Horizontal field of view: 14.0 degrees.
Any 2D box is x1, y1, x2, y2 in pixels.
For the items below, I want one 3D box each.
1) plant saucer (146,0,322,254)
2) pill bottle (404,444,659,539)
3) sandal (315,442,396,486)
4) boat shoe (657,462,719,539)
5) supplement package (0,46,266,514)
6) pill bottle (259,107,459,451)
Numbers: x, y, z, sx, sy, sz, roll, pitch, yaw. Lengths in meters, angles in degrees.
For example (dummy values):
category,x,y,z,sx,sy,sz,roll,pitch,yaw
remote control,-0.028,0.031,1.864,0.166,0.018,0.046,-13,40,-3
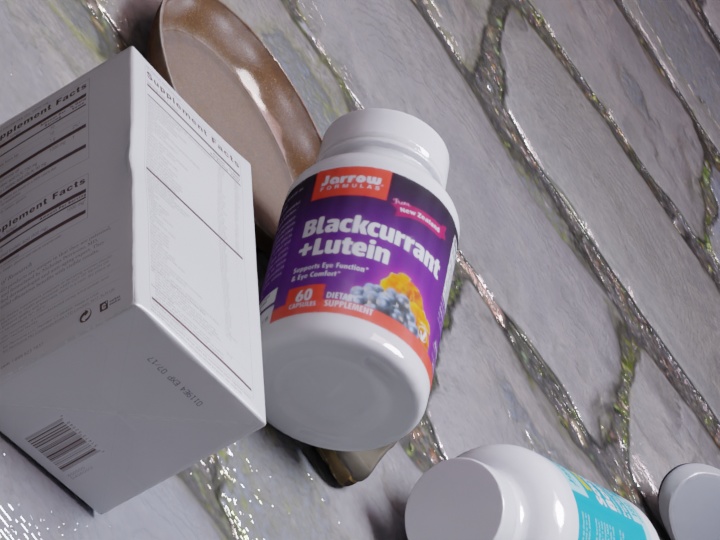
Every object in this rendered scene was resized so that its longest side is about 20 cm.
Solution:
category,x,y,z,sx,sy,sz,roll,pitch,yaw
plant saucer,-0.078,-0.088,1.878,0.200,0.032,0.200,50,22,-29
pill bottle,0.105,0.174,1.858,0.200,0.111,0.111,30,37,-56
sandal,0.011,0.067,1.853,0.082,0.055,0.200,57,21,-12
boat shoe,0.287,0.201,2.344,0.200,0.071,0.070,36,4,-42
supplement package,-0.127,0.003,1.526,0.114,0.109,0.200,46,25,-36
pill bottle,0.000,0.000,1.775,0.111,0.111,0.200,47,38,-33
